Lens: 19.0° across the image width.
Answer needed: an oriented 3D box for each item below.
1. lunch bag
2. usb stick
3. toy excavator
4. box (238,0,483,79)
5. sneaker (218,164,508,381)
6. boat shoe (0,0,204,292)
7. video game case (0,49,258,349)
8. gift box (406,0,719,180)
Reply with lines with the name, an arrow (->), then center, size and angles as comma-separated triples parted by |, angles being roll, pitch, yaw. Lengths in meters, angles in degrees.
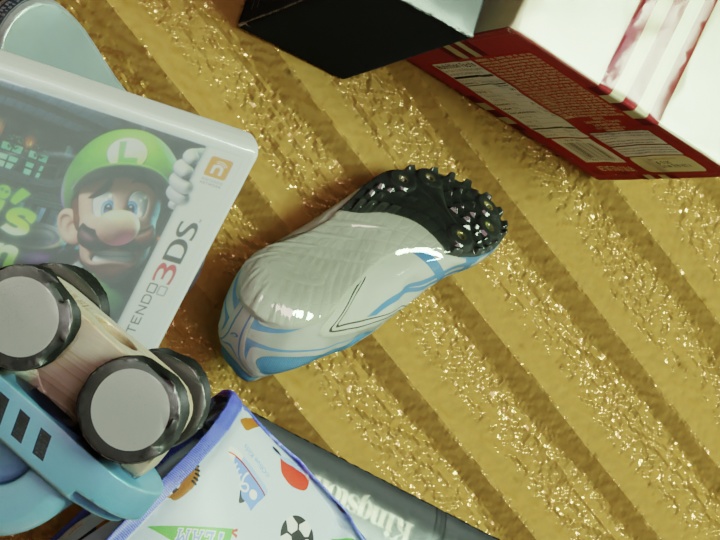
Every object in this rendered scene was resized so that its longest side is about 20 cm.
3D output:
lunch bag -> -0.082, 0.184, 1.071 | 0.200, 0.124, 0.170 | -45, 103, -17
usb stick -> -0.002, 0.136, 1.167 | 0.199, 0.033, 0.056 | 29, 73, -22
toy excavator -> -0.196, 0.077, 0.994 | 0.194, 0.100, 0.200 | 40, 92, 2
box -> 0.024, -0.217, 1.157 | 0.079, 0.141, 0.201 | 24, 75, -23
sneaker -> 0.000, 0.000, 1.173 | 0.199, 0.073, 0.072 | -25, 68, -39
boat shoe -> -0.151, -0.067, 1.095 | 0.071, 0.091, 0.201 | -49, 133, -23
video game case -> -0.175, -0.017, 1.037 | 0.199, 0.023, 0.182 | 17, 117, -25
gift box -> 0.156, -0.162, 1.205 | 0.199, 0.184, 0.188 | 30, 81, -26
